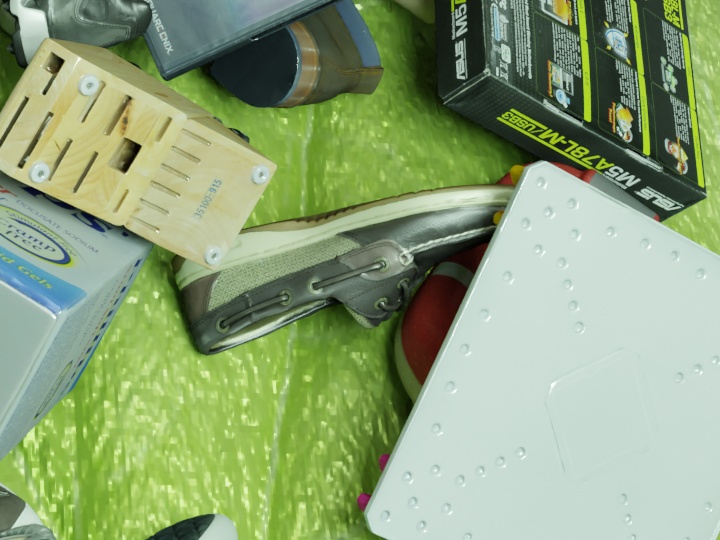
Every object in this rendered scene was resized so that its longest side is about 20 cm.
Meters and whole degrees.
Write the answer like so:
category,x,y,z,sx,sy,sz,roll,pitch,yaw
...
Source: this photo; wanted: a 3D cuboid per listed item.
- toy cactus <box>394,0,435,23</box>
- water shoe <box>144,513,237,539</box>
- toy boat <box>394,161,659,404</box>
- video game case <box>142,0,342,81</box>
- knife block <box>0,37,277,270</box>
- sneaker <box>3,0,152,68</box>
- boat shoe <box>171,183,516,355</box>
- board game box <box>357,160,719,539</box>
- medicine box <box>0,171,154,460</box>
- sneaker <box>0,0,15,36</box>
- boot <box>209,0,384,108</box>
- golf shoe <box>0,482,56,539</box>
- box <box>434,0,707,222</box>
category,x,y,z,sx,sy,sz,roll,pitch,yaw
toy cactus,-0.001,-0.222,1.156,0.165,0.102,0.200,42,11,-15
water shoe,-0.107,0.205,0.908,0.079,0.071,0.200,51,50,-21
toy boat,0.110,0.011,1.053,0.130,0.131,0.200,35,55,3
video game case,-0.045,-0.209,1.050,0.199,0.019,0.143,-24,84,3
knife block,-0.133,-0.076,0.978,0.200,0.064,0.175,26,7,-45
sneaker,-0.144,-0.209,1.016,0.090,0.066,0.201,-3,91,0
boat shoe,0.000,0.000,1.029,0.199,0.073,0.065,-13,82,12
board game box,0.118,0.072,0.991,0.199,0.026,0.201,26,89,-27
medicine box,-0.211,-0.007,0.899,0.182,0.103,0.200,32,13,-1
sneaker,-0.177,-0.232,1.116,0.075,0.085,0.201,1,61,-21
boot,-0.071,-0.164,1.143,0.097,0.075,0.200,-1,46,-51
golf shoe,-0.238,0.154,0.884,0.199,0.078,0.095,-15,42,-22
box,0.126,-0.153,1.168,0.193,0.047,0.201,25,51,-37
